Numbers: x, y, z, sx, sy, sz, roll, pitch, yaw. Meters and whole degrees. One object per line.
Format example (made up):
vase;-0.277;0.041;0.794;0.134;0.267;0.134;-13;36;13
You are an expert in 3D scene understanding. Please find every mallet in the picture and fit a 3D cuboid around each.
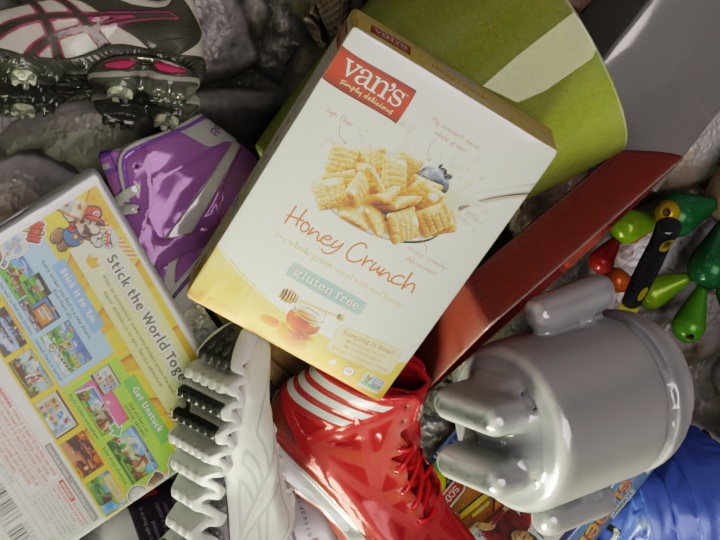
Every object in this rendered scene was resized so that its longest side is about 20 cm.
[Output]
mallet;0.187;0.029;1.131;0.065;0.041;0.201;-13;147;-10

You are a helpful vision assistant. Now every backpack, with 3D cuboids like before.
backpack;0.224;0.228;1.181;0.166;0.162;0.203;-6;105;-16

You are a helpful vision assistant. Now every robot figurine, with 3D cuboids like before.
robot figurine;0.142;0.090;1.028;0.198;0.112;0.172;-12;110;-35

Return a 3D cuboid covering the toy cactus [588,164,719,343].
toy cactus;0.277;-0.025;1.190;0.198;0.102;0.167;24;83;-16

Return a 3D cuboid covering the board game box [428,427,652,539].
board game box;0.108;0.170;1.136;0.200;0.135;0.034;-49;141;-3

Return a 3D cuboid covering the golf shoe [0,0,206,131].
golf shoe;-0.198;-0.146;0.992;0.198;0.077;0.089;7;69;-15

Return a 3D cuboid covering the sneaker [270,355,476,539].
sneaker;0.029;0.131;1.029;0.199;0.079;0.115;36;123;-20

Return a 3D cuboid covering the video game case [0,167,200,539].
video game case;-0.194;0.067;0.974;0.181;0.023;0.201;-33;112;-12

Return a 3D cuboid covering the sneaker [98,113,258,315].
sneaker;-0.154;-0.018;1.036;0.114;0.073;0.201;44;79;-15

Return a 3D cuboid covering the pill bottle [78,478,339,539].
pill bottle;-0.122;0.200;1.068;0.198;0.111;0.113;-13;107;-18

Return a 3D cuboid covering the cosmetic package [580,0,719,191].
cosmetic package;0.225;-0.169;1.133;0.107;0.090;0.200;42;88;-24

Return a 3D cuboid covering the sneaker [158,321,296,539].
sneaker;-0.078;0.130;0.987;0.080;0.075;0.203;3;102;-30

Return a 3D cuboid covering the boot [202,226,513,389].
boot;0.000;0.000;1.082;0.200;0.066;0.175;-46;142;-4

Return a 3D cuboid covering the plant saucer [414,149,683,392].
plant saucer;0.109;0.003;1.062;0.199;0.200;0.037;-38;83;-27

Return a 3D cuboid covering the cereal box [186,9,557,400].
cereal box;0.005;-0.034;0.924;0.143;0.040;0.201;28;114;-13

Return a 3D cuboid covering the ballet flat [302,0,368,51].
ballet flat;-0.016;-0.245;1.041;0.046;0.067;0.203;4;106;11

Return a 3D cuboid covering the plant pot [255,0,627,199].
plant pot;0.038;-0.099;1.002;0.199;0.187;0.188;-35;112;-3
